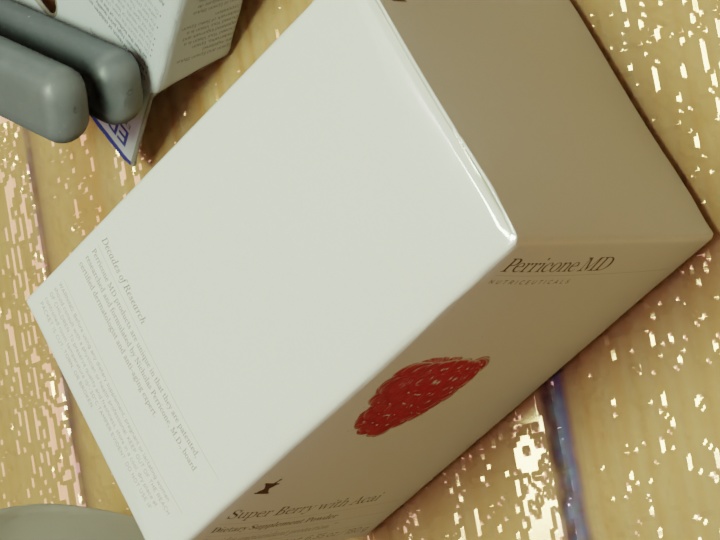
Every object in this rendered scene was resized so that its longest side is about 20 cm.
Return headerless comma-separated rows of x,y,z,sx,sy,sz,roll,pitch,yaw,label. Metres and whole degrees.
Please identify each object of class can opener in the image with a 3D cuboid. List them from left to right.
-0.165,-0.106,1.108,0.200,0.053,0.067,31,134,44,can opener

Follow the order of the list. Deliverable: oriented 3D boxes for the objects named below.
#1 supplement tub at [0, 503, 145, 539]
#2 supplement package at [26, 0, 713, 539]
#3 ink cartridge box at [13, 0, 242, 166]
-0.117,0.205,1.042,0.140,0.140,0.200,25,107,37,supplement tub
0.000,0.000,0.952,0.200,0.121,0.120,-44,64,33,supplement package
-0.109,-0.179,1.074,0.196,0.043,0.200,52,145,26,ink cartridge box
